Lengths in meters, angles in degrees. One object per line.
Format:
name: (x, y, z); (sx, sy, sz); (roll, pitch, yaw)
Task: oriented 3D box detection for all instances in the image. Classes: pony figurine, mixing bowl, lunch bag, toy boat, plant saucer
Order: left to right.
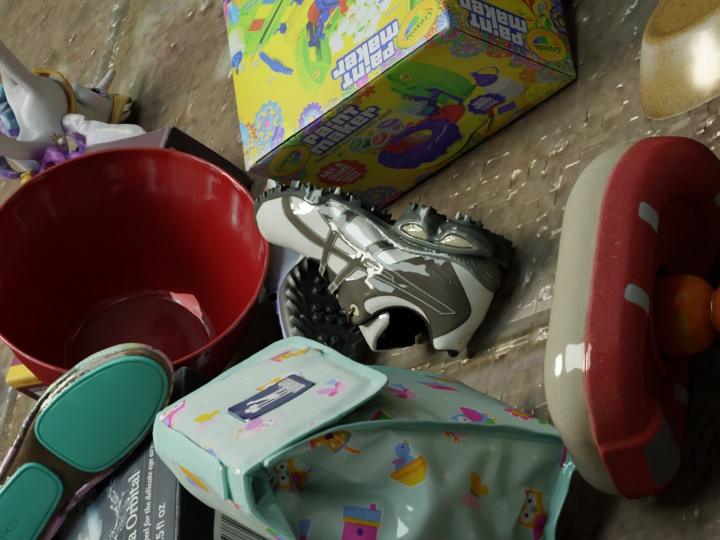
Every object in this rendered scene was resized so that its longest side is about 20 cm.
pony figurine: (-0.246, -0.098, 2.171); (0.166, 0.199, 0.194); (-26, 58, 33)
mixing bowl: (-0.156, 0.026, 1.876); (0.199, 0.109, 0.201); (-2, 49, 3)
lunch bag: (-0.005, 0.110, 1.549); (0.170, 0.199, 0.123); (-157, 78, -66)
toy boat: (0.178, 0.021, 1.492); (0.130, 0.131, 0.201); (-3, 57, 20)
plant saucer: (0.227, -0.167, 1.572); (0.200, 0.035, 0.200); (-41, 12, 11)

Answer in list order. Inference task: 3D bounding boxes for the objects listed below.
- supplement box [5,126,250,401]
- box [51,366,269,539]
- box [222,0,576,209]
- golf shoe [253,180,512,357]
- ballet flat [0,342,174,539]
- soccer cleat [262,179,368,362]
supplement box: (-0.170, 0.006, 2.027); (0.110, 0.085, 0.201); (-10, 56, 48)
box: (-0.134, 0.205, 1.771); (0.200, 0.117, 0.197); (-38, 36, 33)
box: (0.018, -0.177, 1.836); (0.200, 0.122, 0.194); (-32, 54, 38)
golf shoe: (0.000, 0.000, 1.761); (0.199, 0.078, 0.095); (13, 84, 42)
ballet flat: (-0.191, 0.116, 1.765); (0.200, 0.069, 0.071); (-51, 10, 14)
soccer cleat: (-0.035, 0.011, 1.862); (0.201, 0.068, 0.073); (-102, 28, -45)
